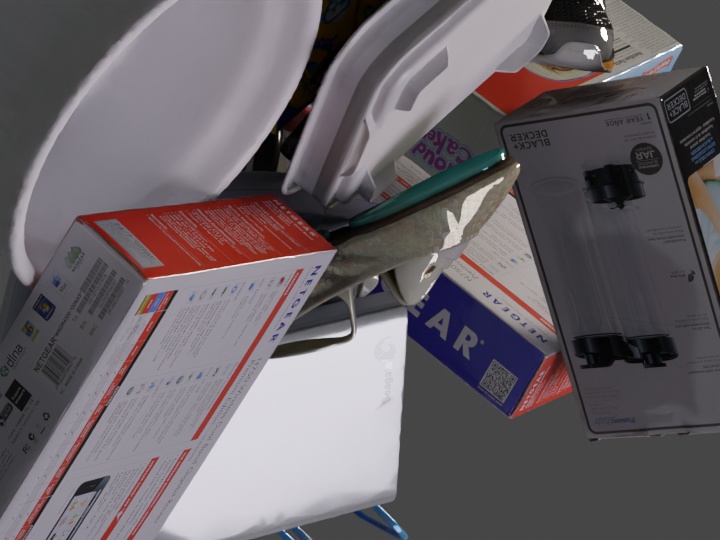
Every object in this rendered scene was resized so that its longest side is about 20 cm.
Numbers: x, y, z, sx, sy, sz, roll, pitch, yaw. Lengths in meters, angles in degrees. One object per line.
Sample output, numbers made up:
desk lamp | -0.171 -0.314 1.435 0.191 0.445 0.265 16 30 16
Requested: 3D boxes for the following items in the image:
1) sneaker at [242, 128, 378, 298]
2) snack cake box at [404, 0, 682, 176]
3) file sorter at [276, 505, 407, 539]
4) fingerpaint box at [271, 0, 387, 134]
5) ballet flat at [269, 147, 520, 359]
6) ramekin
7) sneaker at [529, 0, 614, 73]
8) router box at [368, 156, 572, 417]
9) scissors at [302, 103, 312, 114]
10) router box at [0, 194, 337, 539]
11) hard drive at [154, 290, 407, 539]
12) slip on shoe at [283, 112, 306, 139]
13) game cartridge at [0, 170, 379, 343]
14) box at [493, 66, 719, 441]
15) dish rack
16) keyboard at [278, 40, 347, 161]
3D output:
sneaker | -0.034 -0.019 1.582 0.200 0.079 0.074 77 9 -46
snack cake box | 0.094 -0.121 1.690 0.200 0.115 0.067 -27 150 -49
file sorter | -0.086 0.195 1.792 0.200 0.123 0.139 -47 -165 -8
fingerpaint box | -0.007 -0.189 1.396 0.167 0.073 0.200 -41 160 -24
ballet flat | 0.000 0.000 1.447 0.200 0.062 0.067 -23 -172 9
ramekin | -0.120 -0.095 1.284 0.200 0.098 0.201 -42 159 -20
sneaker | 0.106 -0.174 1.588 0.200 0.078 0.077 -107 -150 -59
router box | 0.072 -0.006 1.705 0.179 0.200 0.049 -18 142 -56
scissors | 0.025 -0.161 1.511 0.200 0.014 0.073 -39 118 1
router box | -0.120 0.060 1.348 0.200 0.049 0.179 -57 159 20
hard drive | -0.070 0.091 1.516 0.200 0.026 0.132 -12 123 -25
slip on shoe | 0.018 -0.152 1.558 0.200 0.074 0.061 -46 127 7
game cartridge | -0.091 0.003 1.491 0.200 0.041 0.134 -5 136 -23
box | 0.162 -0.007 1.571 0.116 0.200 0.060 -8 -164 38
dish rack | 0.049 -0.117 1.420 0.200 0.044 0.172 -42 170 -28
keyboard | 0.027 -0.134 1.442 0.200 0.021 0.127 -49 171 1
